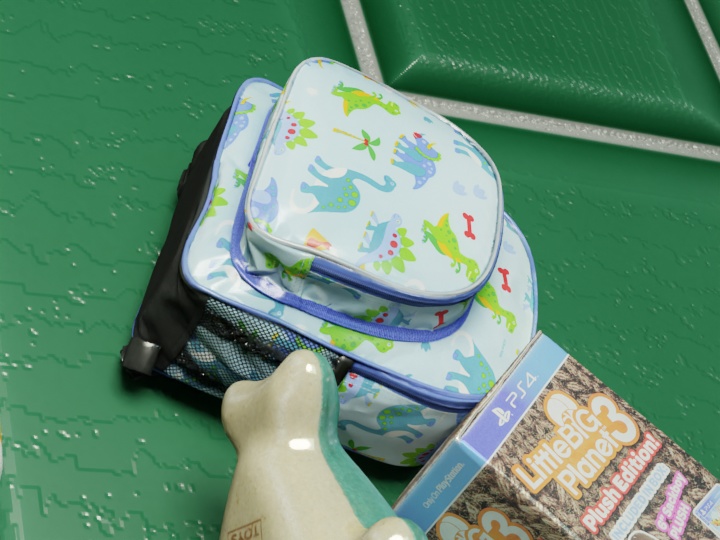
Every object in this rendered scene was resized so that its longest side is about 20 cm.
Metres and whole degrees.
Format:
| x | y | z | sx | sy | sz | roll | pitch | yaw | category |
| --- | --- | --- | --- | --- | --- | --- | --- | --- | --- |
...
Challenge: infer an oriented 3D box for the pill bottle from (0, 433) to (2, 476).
| x | y | z | sx | sy | sz | roll | pitch | yaw | category |
| --- | --- | --- | --- | --- | --- | --- | --- | --- | --- |
| -0.219 | 0.048 | 0.810 | 0.108 | 0.109 | 0.201 | 9 | 48 | -26 | pill bottle |

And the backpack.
| x | y | z | sx | sy | sz | roll | pitch | yaw | category |
| --- | --- | --- | --- | --- | --- | --- | --- | --- | --- |
| 0.000 | 0.000 | 0.970 | 0.199 | 0.147 | 0.184 | 27 | 45 | -13 | backpack |

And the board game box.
| x | y | z | sx | sy | sz | roll | pitch | yaw | category |
| --- | --- | --- | --- | --- | --- | --- | --- | --- | --- |
| 0.107 | 0.162 | 0.884 | 0.200 | 0.160 | 0.097 | 40 | 43 | 6 | board game box |

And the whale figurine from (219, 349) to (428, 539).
| x | y | z | sx | sy | sz | roll | pitch | yaw | category |
| --- | --- | --- | --- | --- | --- | --- | --- | --- | --- |
| -0.010 | 0.141 | 0.834 | 0.103 | 0.159 | 0.202 | 3 | 68 | -37 | whale figurine |
